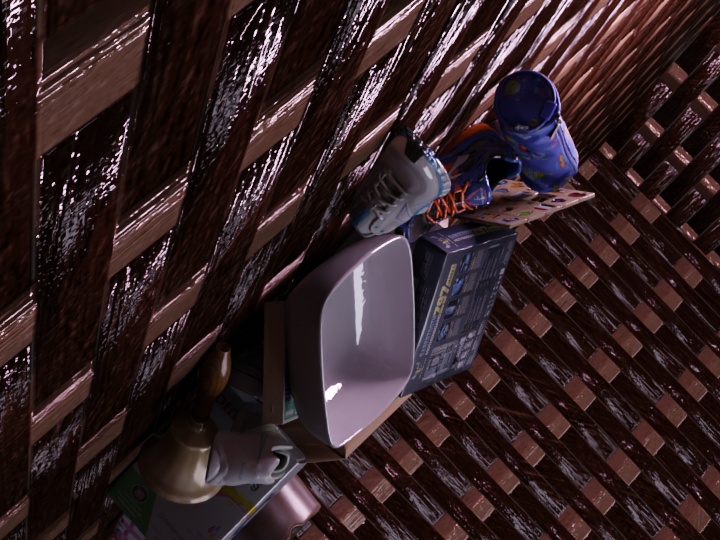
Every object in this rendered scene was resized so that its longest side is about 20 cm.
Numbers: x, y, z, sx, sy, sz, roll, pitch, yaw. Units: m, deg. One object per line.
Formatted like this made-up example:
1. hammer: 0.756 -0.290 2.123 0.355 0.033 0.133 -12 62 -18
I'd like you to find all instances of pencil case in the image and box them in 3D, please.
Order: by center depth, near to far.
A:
1. pencil case: 0.216 -0.164 1.531 0.079 0.086 0.200 -56 155 -8

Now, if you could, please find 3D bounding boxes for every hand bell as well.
1. hand bell: -0.173 0.151 1.385 0.104 0.104 0.202 -37 157 -48

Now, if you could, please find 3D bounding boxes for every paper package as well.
1. paper package: -0.055 0.191 1.850 0.188 0.105 0.200 -9 -162 37

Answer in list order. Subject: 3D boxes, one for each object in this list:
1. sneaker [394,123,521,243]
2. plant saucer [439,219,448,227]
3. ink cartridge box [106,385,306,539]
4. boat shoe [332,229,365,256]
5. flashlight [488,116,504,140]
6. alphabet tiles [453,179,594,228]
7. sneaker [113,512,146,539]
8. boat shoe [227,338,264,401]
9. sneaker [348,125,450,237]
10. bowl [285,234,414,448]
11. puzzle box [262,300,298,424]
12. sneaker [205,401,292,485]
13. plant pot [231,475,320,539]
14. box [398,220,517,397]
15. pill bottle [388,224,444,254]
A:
1. sneaker: 0.111 -0.098 1.460 0.200 0.078 0.076 -42 143 -26
2. plant saucer: 0.097 -0.001 1.784 0.200 0.029 0.204 -172 -90 -90
3. ink cartridge box: -0.184 0.249 1.535 0.200 0.145 0.088 -44 172 -2
4. boat shoe: 0.000 0.000 1.516 0.071 0.064 0.201 -41 170 -32
5. flashlight: 0.146 -0.142 1.601 0.199 0.068 0.068 -31 157 -45
6. alphabet tiles: 0.168 -0.089 1.602 0.166 0.008 0.198 -20 -158 -39
7. sneaker: -0.272 0.332 1.832 0.200 0.081 0.088 -41 -171 -16
8. boat shoe: -0.122 0.112 1.505 0.200 0.073 0.068 99 16 -87
9. sneaker: 0.031 -0.074 1.253 0.086 0.075 0.200 -37 171 -13
10. bowl: -0.016 0.069 1.400 0.199 0.074 0.203 -36 131 -49
11. puzzle box: -0.078 0.101 1.461 0.200 0.025 0.136 11 80 -81
12. sneaker: -0.113 0.199 1.395 0.200 0.079 0.072 -53 154 -79
13. plant pot: -0.169 0.298 1.699 0.200 0.198 0.200 -45 174 -6
14. box: 0.104 0.043 1.543 0.157 0.051 0.203 -17 130 -50
15. pill bottle: 0.052 0.039 1.624 0.113 0.112 0.203 -35 144 -54
